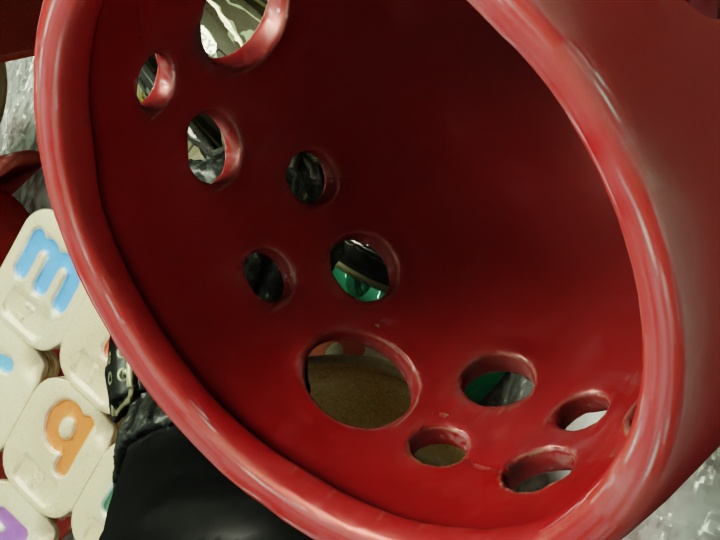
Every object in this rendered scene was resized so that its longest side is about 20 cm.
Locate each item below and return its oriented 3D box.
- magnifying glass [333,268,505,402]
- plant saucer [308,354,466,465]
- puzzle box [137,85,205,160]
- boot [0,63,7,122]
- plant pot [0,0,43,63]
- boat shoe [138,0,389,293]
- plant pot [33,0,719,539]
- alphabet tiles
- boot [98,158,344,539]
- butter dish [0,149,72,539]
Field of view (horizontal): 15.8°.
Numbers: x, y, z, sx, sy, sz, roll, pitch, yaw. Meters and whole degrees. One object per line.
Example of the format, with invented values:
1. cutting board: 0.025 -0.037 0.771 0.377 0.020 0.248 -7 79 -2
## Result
1. magnifying glass: 0.000 0.000 0.961 0.200 0.022 0.080 22 93 59
2. plant saucer: -0.010 0.129 0.861 0.200 0.035 0.201 -14 69 40
3. puzzle box: -0.068 -0.077 1.077 0.133 0.025 0.200 -54 31 11
4. boot: -0.213 -0.055 1.131 0.175 0.066 0.200 -40 4 34
5. plant pot: -0.141 -0.207 0.964 0.177 0.199 0.200 58 144 23
6. boat shoe: -0.024 -0.052 0.895 0.200 0.065 0.073 34 97 29
7. plant pot: 0.042 -0.048 0.676 0.200 0.201 0.182 -28 10 48
8. alphabet tiles: -0.072 0.069 0.951 0.200 0.015 0.196 39 111 26
9. boot: -0.035 0.040 0.786 0.211 0.079 0.158 162 124 -68
10. butter dish: -0.173 0.057 1.090 0.199 0.148 0.200 -42 5 -2
